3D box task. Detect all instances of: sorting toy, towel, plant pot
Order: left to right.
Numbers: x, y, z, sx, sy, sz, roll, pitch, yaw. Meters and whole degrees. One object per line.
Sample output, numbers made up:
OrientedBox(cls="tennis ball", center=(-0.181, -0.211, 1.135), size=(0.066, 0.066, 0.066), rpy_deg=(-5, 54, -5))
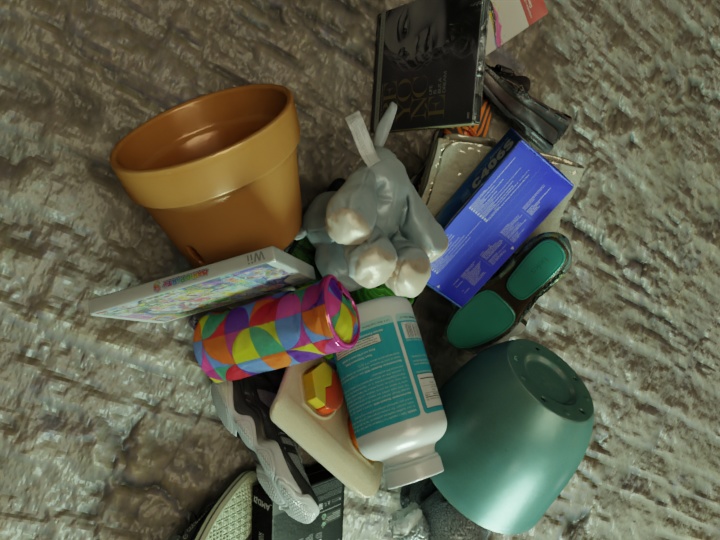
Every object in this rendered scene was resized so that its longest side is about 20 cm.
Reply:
OrientedBox(cls="plant pot", center=(-0.145, -0.094, 0.682), size=(0.197, 0.199, 0.143), rpy_deg=(-30, 126, -19))
OrientedBox(cls="sorting toy", center=(-0.016, 0.147, 0.796), size=(0.185, 0.036, 0.202), rpy_deg=(47, 39, -24))
OrientedBox(cls="towel", center=(0.165, -0.090, 0.787), size=(0.194, 0.035, 0.135), rpy_deg=(11, 120, -13))
OrientedBox(cls="plant pot", center=(0.189, 0.185, 0.783), size=(0.196, 0.203, 0.163), rpy_deg=(15, 123, -27))

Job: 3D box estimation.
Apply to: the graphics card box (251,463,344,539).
OrientedBox(cls="graphics card box", center=(-0.081, 0.366, 0.823), size=(0.123, 0.050, 0.206), rpy_deg=(-5, 101, -43))

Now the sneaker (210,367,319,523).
OrientedBox(cls="sneaker", center=(-0.087, 0.191, 0.766), size=(0.113, 0.076, 0.201), rpy_deg=(-30, 74, -32))

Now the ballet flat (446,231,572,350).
OrientedBox(cls="ballet flat", center=(0.189, 0.027, 0.796), size=(0.073, 0.075, 0.200), rpy_deg=(31, 124, -25))

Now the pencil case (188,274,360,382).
OrientedBox(cls="pencil case", center=(-0.097, 0.065, 0.709), size=(0.088, 0.195, 0.091), rpy_deg=(41, 42, -51))

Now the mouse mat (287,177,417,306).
OrientedBox(cls="mouse mat", center=(0.000, 0.000, 0.834), size=(0.200, 0.007, 0.163), rpy_deg=(43, 62, -25))

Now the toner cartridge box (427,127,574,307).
OrientedBox(cls="toner cartridge box", center=(0.149, -0.058, 0.758), size=(0.094, 0.044, 0.201), rpy_deg=(32, 112, -21))

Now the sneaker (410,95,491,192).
OrientedBox(cls="sneaker", center=(0.140, -0.148, 0.846), size=(0.077, 0.111, 0.203), rpy_deg=(31, 83, -25))

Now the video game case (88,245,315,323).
OrientedBox(cls="video game case", center=(-0.157, 0.020, 0.664), size=(0.195, 0.143, 0.019), rpy_deg=(-16, 79, 9))

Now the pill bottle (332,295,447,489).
OrientedBox(cls="pill bottle", center=(0.035, 0.142, 0.742), size=(0.108, 0.111, 0.205), rpy_deg=(-9, 72, -24))

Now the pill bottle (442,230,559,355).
OrientedBox(cls="pill bottle", center=(0.195, 0.021, 0.895), size=(0.115, 0.116, 0.204), rpy_deg=(26, 86, -26))

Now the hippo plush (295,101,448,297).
OrientedBox(cls="hippo plush", center=(-0.016, -0.050, 0.719), size=(0.158, 0.159, 0.204), rpy_deg=(-28, 94, -46))

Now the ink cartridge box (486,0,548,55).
OrientedBox(cls="ink cartridge box", center=(0.128, -0.305, 0.817), size=(0.198, 0.116, 0.068), rpy_deg=(-37, 110, -18))

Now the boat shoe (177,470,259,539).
OrientedBox(cls="boat shoe", center=(-0.190, 0.330, 0.775), size=(0.202, 0.061, 0.075), rpy_deg=(-54, 133, -26))

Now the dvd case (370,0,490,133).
OrientedBox(cls="dvd case", center=(0.075, -0.245, 0.753), size=(0.016, 0.198, 0.153), rpy_deg=(0, 97, -32))

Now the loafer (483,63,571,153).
OrientedBox(cls="loafer", center=(0.223, -0.245, 0.891), size=(0.198, 0.073, 0.063), rpy_deg=(32, 115, -33))

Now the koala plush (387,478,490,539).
OrientedBox(cls="koala plush", center=(0.121, 0.322, 0.832), size=(0.175, 0.200, 0.186), rpy_deg=(33, 108, 1))
